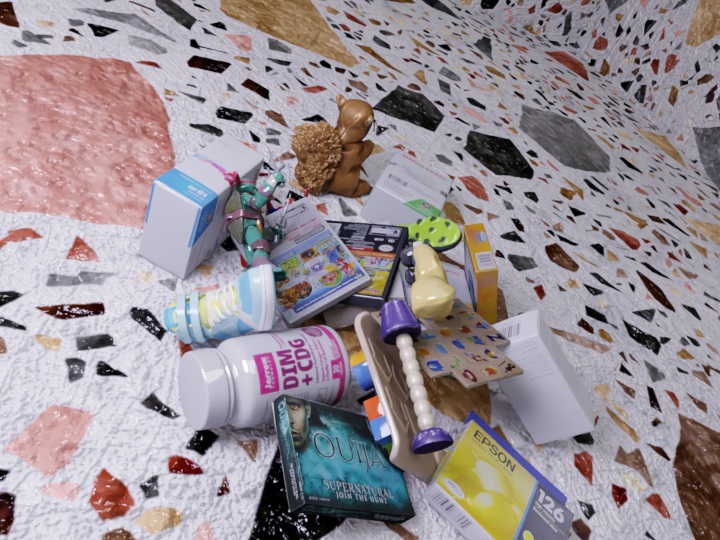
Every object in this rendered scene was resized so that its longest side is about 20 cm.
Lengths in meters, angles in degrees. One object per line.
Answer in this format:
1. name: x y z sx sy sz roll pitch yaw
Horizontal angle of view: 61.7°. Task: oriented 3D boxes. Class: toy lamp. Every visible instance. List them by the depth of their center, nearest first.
1. toy lamp: 0.066 0.130 0.777 0.058 0.058 0.200 7 54 -28

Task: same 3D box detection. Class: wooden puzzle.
1. wooden puzzle: 0.040 0.179 0.820 0.185 0.046 0.200 52 20 -55

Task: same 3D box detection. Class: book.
1. book: 0.000 0.000 1.020 0.133 0.048 0.200 -13 41 4

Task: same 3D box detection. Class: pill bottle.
1. pill bottle: -0.122 0.138 0.778 0.200 0.113 0.113 -5 50 -37

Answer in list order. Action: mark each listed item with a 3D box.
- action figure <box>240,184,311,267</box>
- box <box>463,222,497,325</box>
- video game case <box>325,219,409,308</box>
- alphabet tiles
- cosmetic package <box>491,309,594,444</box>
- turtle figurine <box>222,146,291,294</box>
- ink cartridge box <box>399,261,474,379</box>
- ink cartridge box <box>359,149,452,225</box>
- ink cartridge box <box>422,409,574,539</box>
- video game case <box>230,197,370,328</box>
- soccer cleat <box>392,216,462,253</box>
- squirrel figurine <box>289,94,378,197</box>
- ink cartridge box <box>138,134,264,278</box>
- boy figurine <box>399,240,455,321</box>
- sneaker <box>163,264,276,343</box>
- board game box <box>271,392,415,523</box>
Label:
1. action figure: -0.142 -0.091 1.040 0.065 0.099 0.200 20 35 -1
2. box: 0.211 0.030 1.063 0.041 0.200 0.119 -9 44 5
3. video game case: -0.035 -0.017 0.993 0.199 0.026 0.181 6 43 15
4. alphabet tiles: 0.134 0.101 0.877 0.167 0.008 0.200 -7 30 -28
5. cosmetic package: 0.280 0.171 0.950 0.200 0.102 0.074 57 30 -18
6. turtle figurine: -0.148 -0.069 0.880 0.100 0.150 0.200 -6 69 -5
7. ink cartridge box: 0.115 0.071 1.034 0.145 0.088 0.200 17 41 -18
8. ink cartridge box: 0.103 -0.158 1.287 0.146 0.084 0.200 30 37 0
9. ink cartridge box: 0.205 0.310 0.844 0.198 0.047 0.200 42 40 7
10. video game case: -0.096 -0.019 0.942 0.143 0.018 0.200 -28 58 -16
11. soccer cleat: 0.115 -0.053 1.103 0.081 0.200 0.068 36 67 -35
12. squirrel figurine: -0.046 -0.251 1.209 0.142 0.187 0.200 45 40 18
13. ink cartridge box: -0.244 -0.105 0.946 0.085 0.145 0.200 28 37 1
14. boy figurine: 0.099 0.023 0.881 0.064 0.125 0.200 -14 18 5
15. sneaker: -0.186 0.050 0.787 0.130 0.200 0.080 0 66 -22
16. board game box: -0.019 0.234 0.742 0.200 0.028 0.135 28 33 -43
